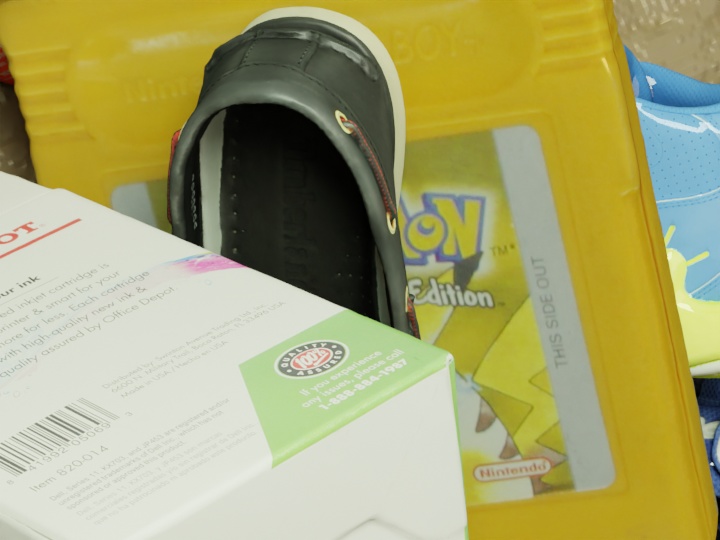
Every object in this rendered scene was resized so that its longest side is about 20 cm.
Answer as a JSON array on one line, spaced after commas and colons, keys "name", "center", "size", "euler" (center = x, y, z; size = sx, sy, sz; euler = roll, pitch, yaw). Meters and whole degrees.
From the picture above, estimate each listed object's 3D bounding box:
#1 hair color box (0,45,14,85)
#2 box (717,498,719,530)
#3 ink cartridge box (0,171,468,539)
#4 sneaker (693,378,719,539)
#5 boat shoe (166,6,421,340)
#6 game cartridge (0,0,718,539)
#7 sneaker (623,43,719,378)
[{"name": "hair color box", "center": [-0.056, -0.097, 0.919], "size": [0.200, 0.061, 0.102], "euler": [17, 76, -23]}, {"name": "box", "center": [0.084, 0.072, 0.972], "size": [0.075, 0.050, 0.200], "euler": [31, 70, -24]}, {"name": "ink cartridge box", "center": [-0.082, 0.042, 0.764], "size": [0.117, 0.200, 0.067], "euler": [-28, 125, -34]}, {"name": "sneaker", "center": [0.135, 0.041, 0.934], "size": [0.088, 0.075, 0.200], "euler": [3, 82, -30]}, {"name": "boat shoe", "center": [-0.016, 0.030, 0.824], "size": [0.063, 0.074, 0.201], "euler": [-59, 147, -61]}, {"name": "game cartridge", "center": [0.000, 0.000, 0.855], "size": [0.032, 0.176, 0.200], "euler": [-64, 143, -62]}, {"name": "sneaker", "center": [0.055, -0.015, 0.906], "size": [0.200, 0.076, 0.105], "euler": [-8, 99, 15]}]
